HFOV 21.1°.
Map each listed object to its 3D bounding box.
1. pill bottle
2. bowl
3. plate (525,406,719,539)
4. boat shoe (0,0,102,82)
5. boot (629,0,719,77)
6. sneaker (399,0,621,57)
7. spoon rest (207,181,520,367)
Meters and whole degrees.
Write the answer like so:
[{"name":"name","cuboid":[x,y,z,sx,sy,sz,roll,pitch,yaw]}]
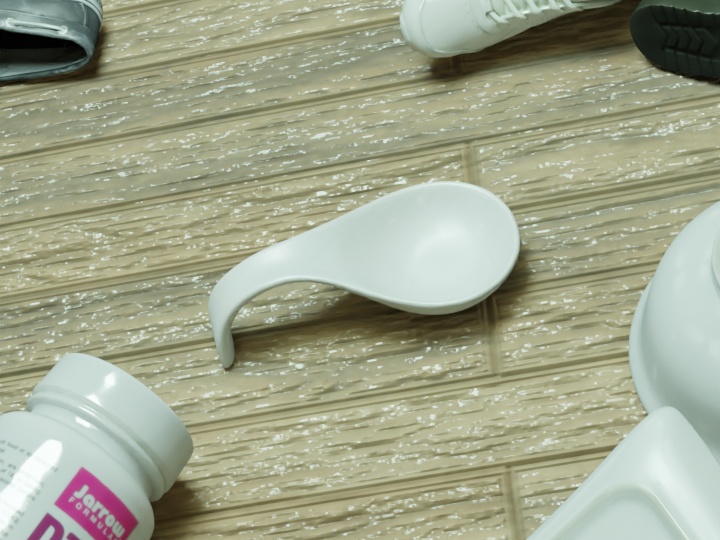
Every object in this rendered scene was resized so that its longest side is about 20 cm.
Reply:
[{"name":"pill bottle","cuboid":[-0.186,0.151,1.068,0.113,0.114,0.200,20,60,27]},{"name":"bowl","cuboid":[0.247,0.017,1.078,0.200,0.091,0.202,-7,51,9]},{"name":"plate","cuboid":[0.122,0.193,0.910,0.200,0.032,0.200,-47,49,17]},{"name":"boat shoe","cuboid":[-0.282,-0.160,1.370,0.199,0.072,0.068,-3,50,3]},{"name":"boot","cuboid":[0.291,-0.181,1.235,0.199,0.078,0.139,20,55,26]},{"name":"sneaker","cuboid":[0.120,-0.196,1.264,0.199,0.078,0.099,-28,22,-6]},{"name":"spoon rest","cuboid":[0.000,0.000,1.174,0.199,0.061,0.100,-19,51,0]}]
